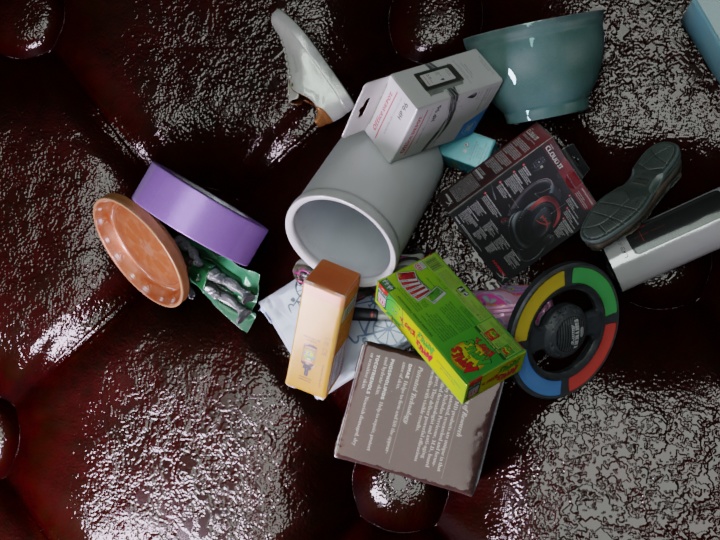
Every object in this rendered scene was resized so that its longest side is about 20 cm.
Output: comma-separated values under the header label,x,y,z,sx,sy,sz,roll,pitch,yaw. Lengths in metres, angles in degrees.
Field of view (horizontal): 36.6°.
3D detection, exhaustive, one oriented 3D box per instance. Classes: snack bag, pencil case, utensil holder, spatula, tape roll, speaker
label,x,y,z,sx,sy,sz,roll,pitch,yaw
snack bag,-0.030,0.075,1.652,0.200,0.021,0.189,-34,79,4
pencil case,0.174,0.067,1.553,0.199,0.087,0.088,-5,82,-4
utensil holder,0.010,-0.106,1.551,0.169,0.170,0.200,18,51,14
spatula,0.041,0.068,1.616,0.199,0.021,0.057,4,82,7
tape roll,-0.239,-0.084,1.628,0.200,0.200,0.066,32,92,14
speaker,0.440,-0.045,1.530,0.199,0.081,0.081,-25,79,10

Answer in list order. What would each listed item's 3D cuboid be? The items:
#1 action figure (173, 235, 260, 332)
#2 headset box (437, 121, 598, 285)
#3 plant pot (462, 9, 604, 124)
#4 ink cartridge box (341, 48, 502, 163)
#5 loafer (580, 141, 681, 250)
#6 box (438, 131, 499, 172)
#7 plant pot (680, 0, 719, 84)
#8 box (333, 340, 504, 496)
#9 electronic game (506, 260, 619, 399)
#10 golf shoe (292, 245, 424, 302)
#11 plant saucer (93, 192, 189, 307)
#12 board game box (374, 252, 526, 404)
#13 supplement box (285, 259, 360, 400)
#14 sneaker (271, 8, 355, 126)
label,x,y,z,sx,sy,sz,roll,pitch,yaw
action figure,-0.245,0.004,1.686,0.200,0.055,0.118,34,127,22
headset box,0.235,-0.100,1.549,0.200,0.075,0.149,-37,116,7
plant pot,0.256,-0.283,1.550,0.200,0.200,0.135,-10,98,12
ink cartridge box,0.083,-0.219,1.481,0.200,0.116,0.068,-23,66,-32
loafer,0.389,-0.093,1.526,0.200,0.063,0.072,-47,39,-15
box,0.105,-0.196,1.621,0.199,0.082,0.049,22,89,15
plant pot,0.560,-0.305,1.502,0.141,0.141,0.201,-27,86,9
box,0.084,0.203,1.530,0.199,0.166,0.165,14,87,6
electronic game,0.282,0.084,1.510,0.042,0.200,0.200,27,90,54
golf shoe,0.000,0.000,1.619,0.199,0.073,0.092,6,56,12
plant saucer,-0.330,-0.033,1.662,0.200,0.200,0.032,41,59,14
board game box,0.118,0.074,1.464,0.101,0.048,0.200,-26,57,-23
supplement box,-0.054,0.087,1.557,0.066,0.069,0.201,21,126,11
sneaker,-0.096,-0.312,1.685,0.085,0.073,0.200,-35,79,5
